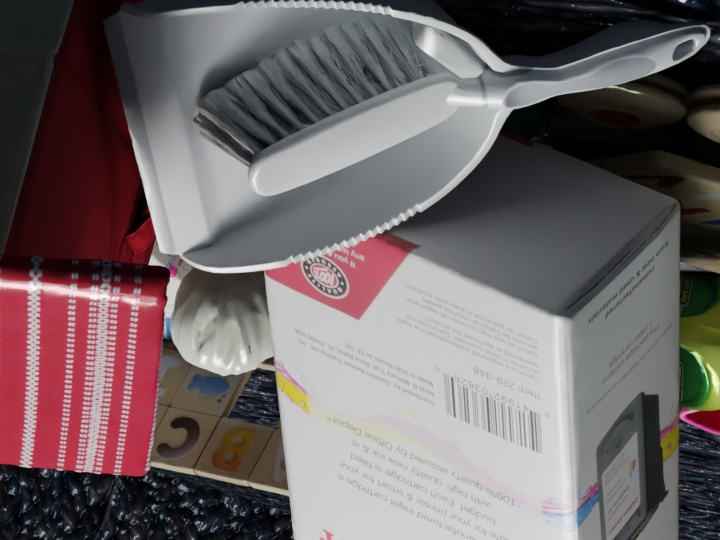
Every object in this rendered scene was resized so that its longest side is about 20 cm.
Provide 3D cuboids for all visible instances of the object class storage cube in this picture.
[{"bbox_3d":[-0.164,-0.070,1.080,0.199,0.171,0.180,14,169,10],"label":"storage cube"}]

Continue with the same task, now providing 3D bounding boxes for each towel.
[{"bbox_3d":[-0.165,0.023,0.982,0.199,0.023,0.145,6,152,-4],"label":"towel"}]

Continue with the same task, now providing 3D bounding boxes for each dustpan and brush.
[{"bbox_3d":[0.022,-0.063,1.043,0.200,0.057,0.140,-22,142,-10],"label":"dustpan and brush"}]

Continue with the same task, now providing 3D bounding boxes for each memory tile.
[{"bbox_3d":[0.148,-0.041,1.175,0.153,0.017,0.200,9,170,3],"label":"memory tile"}]

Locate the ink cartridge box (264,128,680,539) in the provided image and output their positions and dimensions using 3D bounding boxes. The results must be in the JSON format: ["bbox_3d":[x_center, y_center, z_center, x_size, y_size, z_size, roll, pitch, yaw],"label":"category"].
[{"bbox_3d":[0.045,0.045,1.165,0.147,0.086,0.200,24,139,29],"label":"ink cartridge box"}]

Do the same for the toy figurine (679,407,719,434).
[{"bbox_3d":[0.210,0.111,1.404,0.200,0.185,0.150,-7,158,43],"label":"toy figurine"}]

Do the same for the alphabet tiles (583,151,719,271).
[{"bbox_3d":[0.164,-0.016,1.192,0.200,0.008,0.167,15,169,-31],"label":"alphabet tiles"}]

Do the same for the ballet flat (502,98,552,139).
[{"bbox_3d":[-0.001,-0.049,1.239,0.067,0.071,0.200,24,166,-41],"label":"ballet flat"}]

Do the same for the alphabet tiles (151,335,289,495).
[{"bbox_3d":[-0.075,0.031,1.541,0.200,0.167,0.008,9,148,32],"label":"alphabet tiles"}]

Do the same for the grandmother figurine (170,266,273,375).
[{"bbox_3d":[0.000,0.000,1.290,0.200,0.061,0.121,-20,-170,-42],"label":"grandmother figurine"}]

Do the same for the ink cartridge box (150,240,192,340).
[{"bbox_3d":[-0.129,-0.035,1.474,0.116,0.067,0.200,9,158,32],"label":"ink cartridge box"}]

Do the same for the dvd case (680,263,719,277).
[{"bbox_3d":[0.124,-0.007,1.446,0.200,0.016,0.149,24,166,-37],"label":"dvd case"}]

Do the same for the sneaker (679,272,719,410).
[{"bbox_3d":[0.084,0.026,1.263,0.083,0.074,0.200,12,167,-29],"label":"sneaker"}]
